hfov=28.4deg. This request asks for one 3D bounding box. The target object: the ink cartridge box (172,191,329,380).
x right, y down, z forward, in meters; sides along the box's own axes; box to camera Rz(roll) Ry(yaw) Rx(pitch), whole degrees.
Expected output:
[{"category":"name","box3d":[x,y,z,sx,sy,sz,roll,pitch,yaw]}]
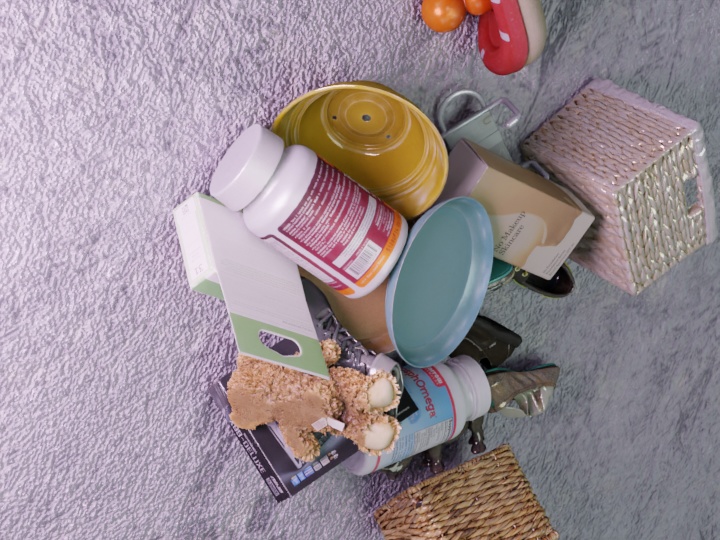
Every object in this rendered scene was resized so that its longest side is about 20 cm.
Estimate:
[{"category":"ink cartridge box","box3d":[-0.115,0.025,1.503,0.048,0.201,0.145,-33,147,29]}]

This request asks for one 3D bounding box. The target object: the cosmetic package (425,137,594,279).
[{"category":"cosmetic package","box3d":[0.176,-0.072,1.713,0.199,0.071,0.105,19,113,-38]}]

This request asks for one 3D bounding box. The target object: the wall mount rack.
[{"category":"wall mount rack","box3d":[0.135,-0.117,1.750,0.173,0.075,0.200,-32,132,0]}]

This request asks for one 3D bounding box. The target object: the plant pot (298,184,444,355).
[{"category":"plant pot","box3d":[0.000,0.000,1.649,0.199,0.027,0.201,-1,98,-9]}]

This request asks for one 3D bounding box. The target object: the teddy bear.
[{"category":"teddy bear","box3d":[-0.046,0.141,1.564,0.067,0.199,0.146,-55,132,-55]}]

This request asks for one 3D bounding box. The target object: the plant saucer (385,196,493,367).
[{"category":"plant saucer","box3d":[0.086,0.011,1.607,0.200,0.027,0.201,-31,131,-44]}]

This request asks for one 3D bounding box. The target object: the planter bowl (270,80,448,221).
[{"category":"planter bowl","box3d":[0.002,-0.147,1.567,0.084,0.199,0.201,-78,155,-45]}]

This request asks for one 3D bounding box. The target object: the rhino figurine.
[{"category":"rhino figurine","box3d":[0.091,0.221,1.889,0.199,0.060,0.088,-20,105,-34]}]

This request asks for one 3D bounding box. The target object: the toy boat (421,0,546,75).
[{"category":"toy boat","box3d":[0.132,-0.312,1.630,0.130,0.131,0.201,-21,130,3]}]

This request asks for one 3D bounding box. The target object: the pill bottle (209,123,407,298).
[{"category":"pill bottle","box3d":[-0.055,-0.064,1.522,0.200,0.109,0.110,35,85,-22]}]

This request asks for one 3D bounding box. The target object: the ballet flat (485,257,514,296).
[{"category":"ballet flat","box3d":[0.093,0.025,1.760,0.199,0.072,0.072,-11,121,-13]}]

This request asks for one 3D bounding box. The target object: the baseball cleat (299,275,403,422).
[{"category":"baseball cleat","box3d":[-0.012,0.088,1.592,0.070,0.106,0.201,-43,111,-47]}]

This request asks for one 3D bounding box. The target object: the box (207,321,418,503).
[{"category":"box","box3d":[-0.054,0.150,1.658,0.199,0.050,0.158,-30,85,-28]}]

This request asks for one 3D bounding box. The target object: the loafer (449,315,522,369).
[{"category":"loafer","box3d":[0.141,0.091,1.860,0.200,0.073,0.072,24,94,-46]}]

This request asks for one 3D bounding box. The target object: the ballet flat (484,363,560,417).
[{"category":"ballet flat","box3d":[0.222,0.170,1.965,0.068,0.068,0.199,-32,161,35]}]

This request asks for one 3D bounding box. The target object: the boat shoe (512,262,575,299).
[{"category":"boat shoe","box3d":[0.219,-0.017,1.887,0.201,0.060,0.072,28,91,-47]}]

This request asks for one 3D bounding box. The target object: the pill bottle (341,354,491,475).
[{"category":"pill bottle","box3d":[0.062,0.175,1.790,0.199,0.109,0.109,-19,123,-28]}]

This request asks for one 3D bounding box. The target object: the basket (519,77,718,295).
[{"category":"basket","box3d":[0.335,-0.110,1.857,0.161,0.200,0.199,-35,131,-18]}]

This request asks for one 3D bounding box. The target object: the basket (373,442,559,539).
[{"category":"basket","box3d":[0.134,0.346,1.900,0.199,0.150,0.143,-18,164,-38]}]

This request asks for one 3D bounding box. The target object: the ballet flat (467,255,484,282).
[{"category":"ballet flat","box3d":[0.052,-0.012,1.709,0.199,0.072,0.068,-4,116,-8]}]
